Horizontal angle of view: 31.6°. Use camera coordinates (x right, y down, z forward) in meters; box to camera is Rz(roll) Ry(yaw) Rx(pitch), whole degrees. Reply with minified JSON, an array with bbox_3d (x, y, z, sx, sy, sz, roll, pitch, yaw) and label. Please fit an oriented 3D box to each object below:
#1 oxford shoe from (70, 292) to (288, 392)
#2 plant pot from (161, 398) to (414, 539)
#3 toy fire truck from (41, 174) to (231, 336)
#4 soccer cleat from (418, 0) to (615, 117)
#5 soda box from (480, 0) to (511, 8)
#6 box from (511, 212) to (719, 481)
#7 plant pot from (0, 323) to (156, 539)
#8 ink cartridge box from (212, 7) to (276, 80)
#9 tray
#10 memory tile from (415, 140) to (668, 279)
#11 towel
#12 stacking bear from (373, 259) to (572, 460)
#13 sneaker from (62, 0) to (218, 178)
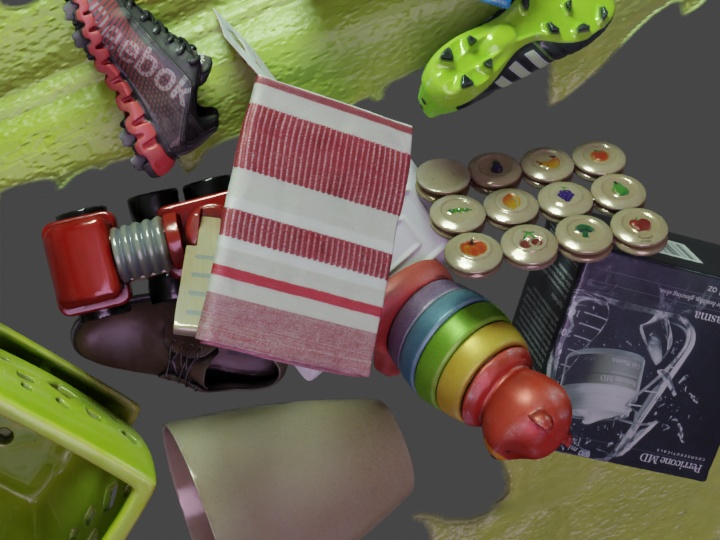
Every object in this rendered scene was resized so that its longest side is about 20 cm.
[{"bbox_3d":[-0.160,0.068,1.137,0.197,0.085,0.074,4,111,-9],"label":"oxford shoe"},{"bbox_3d":[-0.057,0.197,1.164,0.198,0.187,0.189,-18,113,-17],"label":"plant pot"},{"bbox_3d":[-0.168,-0.003,1.029,0.174,0.200,0.130,-13,91,-5],"label":"toy fire truck"},{"bbox_3d":[0.132,-0.195,1.103,0.199,0.081,0.068,-29,84,-19],"label":"soccer cleat"},{"bbox_3d":[0.036,-0.278,1.050,0.198,0.068,0.065,13,108,-14],"label":"soda box"},{"bbox_3d":[0.250,0.067,1.187,0.198,0.124,0.199,12,110,-14],"label":"box"},{"bbox_3d":[-0.306,0.171,1.096,0.199,0.182,0.200,32,103,-19],"label":"plant pot"},{"bbox_3d":[-0.067,-0.114,1.043,0.047,0.160,0.200,-39,111,5],"label":"ink cartridge box"},{"bbox_3d":[0.000,0.000,1.147,0.200,0.022,0.108,-41,111,-9],"label":"tray"},{"bbox_3d":[0.156,-0.058,1.111,0.197,0.154,0.017,-8,133,-8],"label":"memory tile"},{"bbox_3d":[-0.039,-0.030,0.958,0.143,0.023,0.203,15,82,-27],"label":"towel"},{"bbox_3d":[0.101,0.089,1.113,0.114,0.200,0.122,-47,147,-3],"label":"stacking bear"},{"bbox_3d":[-0.178,-0.181,1.049,0.097,0.071,0.202,-24,114,0],"label":"sneaker"}]
